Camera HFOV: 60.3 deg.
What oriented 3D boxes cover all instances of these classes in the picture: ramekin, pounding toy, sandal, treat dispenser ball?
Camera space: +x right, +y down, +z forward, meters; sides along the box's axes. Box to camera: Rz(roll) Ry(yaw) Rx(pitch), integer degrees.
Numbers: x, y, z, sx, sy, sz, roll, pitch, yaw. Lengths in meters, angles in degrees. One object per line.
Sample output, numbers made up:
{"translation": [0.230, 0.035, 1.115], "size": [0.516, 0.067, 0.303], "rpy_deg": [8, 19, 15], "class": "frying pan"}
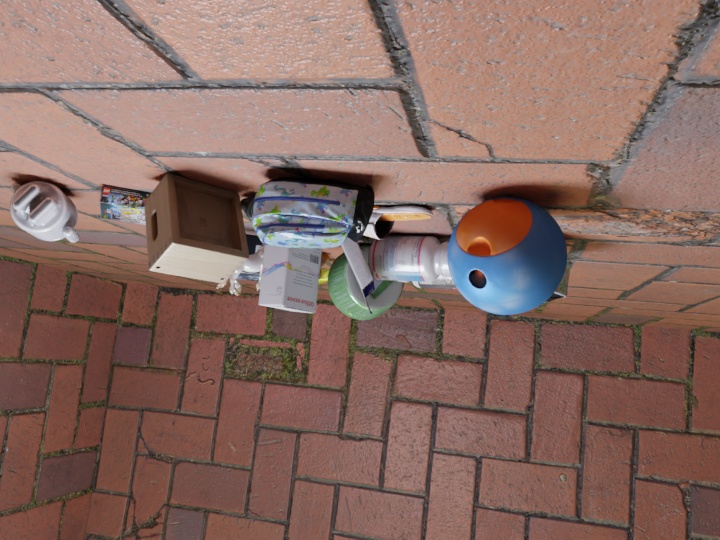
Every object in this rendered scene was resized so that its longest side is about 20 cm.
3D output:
{"translation": [0.020, 0.028, 1.668], "size": [0.199, 0.201, 0.098], "rpy_deg": [9, 164, -21], "class": "ramekin"}
{"translation": [-0.320, -0.083, 1.211], "size": [0.184, 0.201, 0.142], "rpy_deg": [13, 141, -41], "class": "pounding toy"}
{"translation": [0.045, -0.094, 1.242], "size": [0.206, 0.060, 0.079], "rpy_deg": [1, 170, 34], "class": "sandal"}
{"translation": [0.249, -0.025, 1.062], "size": [0.200, 0.202, 0.201], "rpy_deg": [6, 172, 1], "class": "treat dispenser ball"}

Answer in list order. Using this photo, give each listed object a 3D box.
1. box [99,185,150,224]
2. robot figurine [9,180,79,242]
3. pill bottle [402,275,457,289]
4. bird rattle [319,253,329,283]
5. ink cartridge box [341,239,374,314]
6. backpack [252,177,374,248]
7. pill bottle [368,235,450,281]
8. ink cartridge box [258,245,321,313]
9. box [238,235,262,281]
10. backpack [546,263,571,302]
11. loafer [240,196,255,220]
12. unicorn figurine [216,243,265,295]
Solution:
{"translation": [-0.511, -0.141, 1.398], "size": [0.136, 0.038, 0.200], "rpy_deg": [9, 172, -21], "class": "box"}
{"translation": [-0.689, -0.128, 1.357], "size": [0.170, 0.113, 0.200], "rpy_deg": [46, 166, -4], "class": "robot figurine"}
{"translation": [0.190, -0.009, 1.563], "size": [0.199, 0.111, 0.111], "rpy_deg": [3, 172, 24], "class": "pill bottle"}
{"translation": [-0.170, 0.016, 1.887], "size": [0.200, 0.113, 0.163], "rpy_deg": [-36, 173, -42], "class": "bird rattle"}
{"translation": [0.000, 0.000, 1.485], "size": [0.040, 0.201, 0.200], "rpy_deg": [-23, 172, -1], "class": "ink cartridge box"}
{"translation": [-0.089, -0.100, 1.085], "size": [0.199, 0.155, 0.163], "rpy_deg": [20, 177, -6], "class": "backpack"}
{"translation": [0.127, -0.029, 1.472], "size": [0.199, 0.109, 0.109], "rpy_deg": [2, 171, 25], "class": "pill bottle"}
{"translation": [-0.176, 0.001, 1.580], "size": [0.084, 0.201, 0.145], "rpy_deg": [0, 170, 32], "class": "ink cartridge box"}
{"translation": [-0.284, -0.028, 1.798], "size": [0.148, 0.108, 0.200], "rpy_deg": [7, 173, -14], "class": "box"}
{"translation": [0.352, 0.000, 1.351], "size": [0.199, 0.151, 0.177], "rpy_deg": [15, 173, -11], "class": "backpack"}
{"translation": [-0.160, -0.112, 1.299], "size": [0.199, 0.072, 0.063], "rpy_deg": [21, -176, -39], "class": "loafer"}
{"translation": [-0.271, -0.012, 1.594], "size": [0.199, 0.138, 0.074], "rpy_deg": [-7, -173, -40], "class": "unicorn figurine"}
